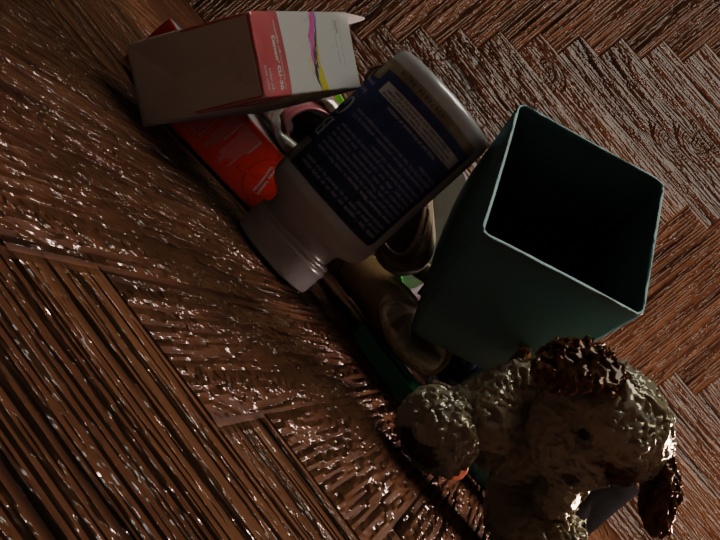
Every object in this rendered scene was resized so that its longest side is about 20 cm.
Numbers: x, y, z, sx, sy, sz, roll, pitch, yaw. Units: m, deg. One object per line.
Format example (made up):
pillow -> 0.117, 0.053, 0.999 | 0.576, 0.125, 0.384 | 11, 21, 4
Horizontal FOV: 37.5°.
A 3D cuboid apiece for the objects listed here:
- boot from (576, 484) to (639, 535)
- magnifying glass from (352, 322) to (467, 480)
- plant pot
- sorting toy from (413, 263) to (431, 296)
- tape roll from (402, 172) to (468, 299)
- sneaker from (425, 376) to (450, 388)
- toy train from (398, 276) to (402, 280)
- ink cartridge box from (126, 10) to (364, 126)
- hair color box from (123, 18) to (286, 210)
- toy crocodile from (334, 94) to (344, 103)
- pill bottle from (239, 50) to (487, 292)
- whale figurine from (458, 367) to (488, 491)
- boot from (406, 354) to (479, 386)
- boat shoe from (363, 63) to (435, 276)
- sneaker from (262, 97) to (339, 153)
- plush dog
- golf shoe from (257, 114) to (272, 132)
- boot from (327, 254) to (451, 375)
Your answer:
boot -> 0.261, 0.253, 1.193 | 0.073, 0.150, 0.200 | 52, 4, 24
magnifying glass -> 0.045, 0.117, 0.975 | 0.080, 0.022, 0.200 | 47, 4, -40
plant pot -> 0.132, -0.003, 0.898 | 0.141, 0.142, 0.200 | 27, -36, -9
sorting toy -> 0.122, 0.051, 1.091 | 0.200, 0.037, 0.185 | 31, -2, -1
tape roll -> 0.048, -0.059, 1.297 | 0.200, 0.200, 0.066 | 53, 4, 25
sneaker -> 0.161, 0.166, 1.245 | 0.200, 0.077, 0.111 | 32, 11, -7
toy train -> 0.009, -0.028, 1.238 | 0.042, 0.056, 0.200 | 11, 58, -42
ink cartridge box -> -0.079, -0.166, 0.863 | 0.200, 0.116, 0.068 | -25, 105, -61
hair color box -> -0.127, -0.131, 0.994 | 0.200, 0.061, 0.102 | 47, 6, -41
toy crocodile -> -0.024, -0.128, 1.094 | 0.200, 0.067, 0.062 | 55, -2, 14
pill bottle -> -0.001, -0.078, 0.886 | 0.111, 0.200, 0.111 | 48, 4, -4
whale figurine -> 0.147, 0.189, 1.010 | 0.159, 0.104, 0.200 | -17, -88, 61
boot -> 0.082, 0.075, 1.148 | 0.200, 0.073, 0.090 | 26, -17, 49
boat shoe -> 0.035, -0.098, 0.975 | 0.072, 0.076, 0.201 | 47, 34, -80
sneaker -> -0.062, -0.165, 1.022 | 0.200, 0.075, 0.105 | 57, 0, 16
plush dog -> 0.153, 0.116, 0.782 | 0.172, 0.161, 0.200 | -12, -55, 47
golf shoe -> -0.058, -0.096, 1.146 | 0.200, 0.095, 0.078 | 37, -23, 1
boot -> 0.000, 0.000, 1.044 | 0.175, 0.066, 0.200 | 41, 5, -26
